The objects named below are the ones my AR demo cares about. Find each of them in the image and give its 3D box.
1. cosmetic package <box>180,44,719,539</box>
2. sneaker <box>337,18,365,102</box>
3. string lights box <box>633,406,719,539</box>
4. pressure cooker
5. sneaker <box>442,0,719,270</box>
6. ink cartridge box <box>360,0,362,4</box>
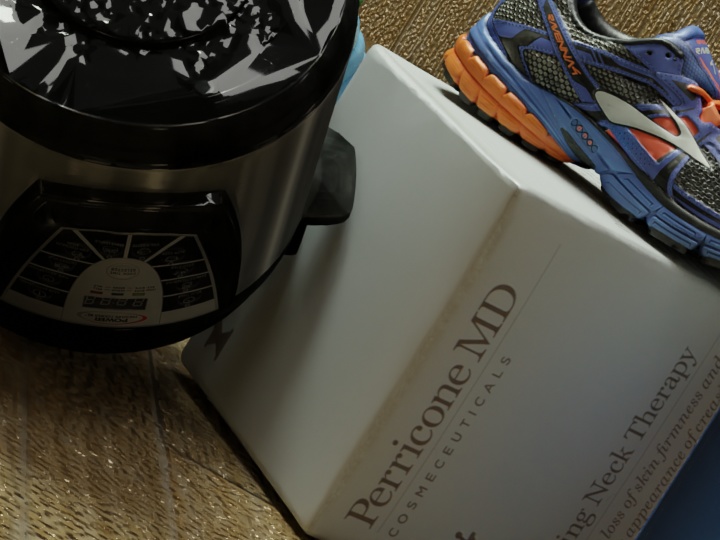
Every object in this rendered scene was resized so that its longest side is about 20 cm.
[{"bbox_3d":[0.064,0.040,1.177,0.199,0.168,0.166,26,12,-31],"label":"cosmetic package"},{"bbox_3d":[-0.087,-0.108,1.231,0.199,0.080,0.131,8,-44,26],"label":"sneaker"},{"bbox_3d":[0.146,0.095,1.046,0.059,0.201,0.103,33,9,13],"label":"string lights box"},{"bbox_3d":[-0.095,-0.067,1.093,0.176,0.178,0.200,44,-31,15],"label":"pressure cooker"},{"bbox_3d":[0.127,-0.058,1.127,0.199,0.079,0.075,35,11,15],"label":"sneaker"},{"bbox_3d":[-0.090,-0.182,1.328,0.199,0.147,0.083,26,10,-28],"label":"ink cartridge box"}]
